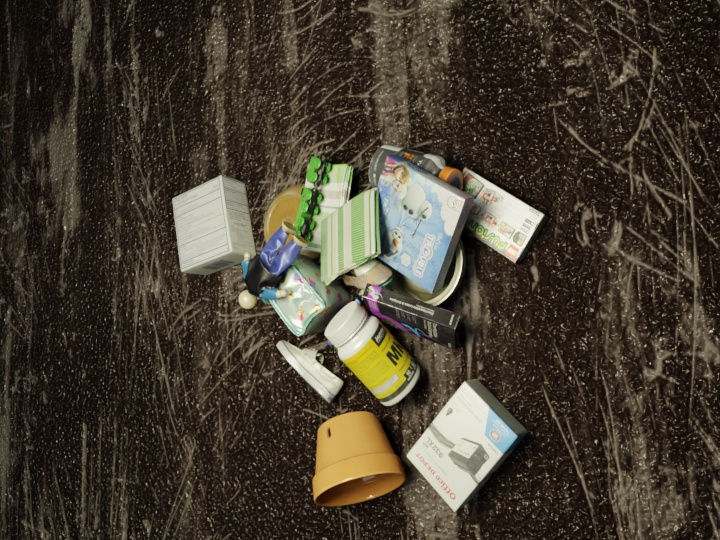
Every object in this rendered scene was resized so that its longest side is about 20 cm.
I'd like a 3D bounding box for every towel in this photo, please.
[{"bbox_3d":[-0.024,-0.069,1.275,0.198,0.023,0.158,-29,56,49],"label":"towel"},{"bbox_3d":[-0.090,-0.143,1.408,0.146,0.030,0.207,8,89,40],"label":"towel"}]

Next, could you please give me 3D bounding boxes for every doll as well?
[{"bbox_3d":[-0.192,0.002,1.286,0.137,0.048,0.201,46,105,19],"label":"doll"}]

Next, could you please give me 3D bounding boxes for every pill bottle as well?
[{"bbox_3d":[0.118,-0.195,1.285,0.197,0.105,0.110,22,96,40],"label":"pill bottle"},{"bbox_3d":[0.023,0.170,1.268,0.113,0.115,0.201,-38,104,20],"label":"pill bottle"}]

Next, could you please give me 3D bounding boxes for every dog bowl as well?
[{"bbox_3d":[0.137,-0.016,1.294,0.194,0.073,0.208,-3,84,30],"label":"dog bowl"}]

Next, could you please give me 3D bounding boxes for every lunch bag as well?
[{"bbox_3d":[-0.137,0.036,1.380,0.200,0.170,0.123,46,107,14],"label":"lunch bag"}]

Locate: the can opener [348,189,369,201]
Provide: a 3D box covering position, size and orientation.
[{"bbox_3d":[-0.024,-0.163,1.418,0.198,0.078,0.065,33,140,31],"label":"can opener"}]

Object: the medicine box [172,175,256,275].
[{"bbox_3d":[-0.380,-0.114,1.586,0.178,0.102,0.207,-17,77,27],"label":"medicine box"}]

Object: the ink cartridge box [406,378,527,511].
[{"bbox_3d":[0.208,0.342,1.211,0.145,0.083,0.202,43,106,25],"label":"ink cartridge box"}]

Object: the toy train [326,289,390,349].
[{"bbox_3d":[0.022,0.108,1.353,0.115,0.085,0.202,37,96,11],"label":"toy train"}]

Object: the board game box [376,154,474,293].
[{"bbox_3d":[0.106,-0.094,1.219,0.197,0.043,0.205,33,120,28],"label":"board game box"}]

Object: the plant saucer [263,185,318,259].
[{"bbox_3d":[-0.169,-0.110,1.502,0.195,0.035,0.208,-3,83,30],"label":"plant saucer"}]

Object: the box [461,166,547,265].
[{"bbox_3d":[0.267,-0.113,1.248,0.198,0.034,0.112,38,104,27],"label":"box"}]

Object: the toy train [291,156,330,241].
[{"bbox_3d":[-0.117,-0.161,1.398,0.056,0.041,0.206,22,97,52],"label":"toy train"}]

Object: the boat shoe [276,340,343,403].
[{"bbox_3d":[-0.116,0.218,1.430,0.070,0.071,0.199,-45,58,-12],"label":"boat shoe"}]

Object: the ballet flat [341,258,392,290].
[{"bbox_3d":[0.000,0.000,1.298,0.068,0.068,0.199,56,158,-14],"label":"ballet flat"}]

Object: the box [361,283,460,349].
[{"bbox_3d":[0.105,0.095,1.237,0.194,0.144,0.037,17,71,16],"label":"box"}]

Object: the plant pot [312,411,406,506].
[{"bbox_3d":[-0.013,0.390,1.286,0.197,0.199,0.144,-30,55,24],"label":"plant pot"}]
